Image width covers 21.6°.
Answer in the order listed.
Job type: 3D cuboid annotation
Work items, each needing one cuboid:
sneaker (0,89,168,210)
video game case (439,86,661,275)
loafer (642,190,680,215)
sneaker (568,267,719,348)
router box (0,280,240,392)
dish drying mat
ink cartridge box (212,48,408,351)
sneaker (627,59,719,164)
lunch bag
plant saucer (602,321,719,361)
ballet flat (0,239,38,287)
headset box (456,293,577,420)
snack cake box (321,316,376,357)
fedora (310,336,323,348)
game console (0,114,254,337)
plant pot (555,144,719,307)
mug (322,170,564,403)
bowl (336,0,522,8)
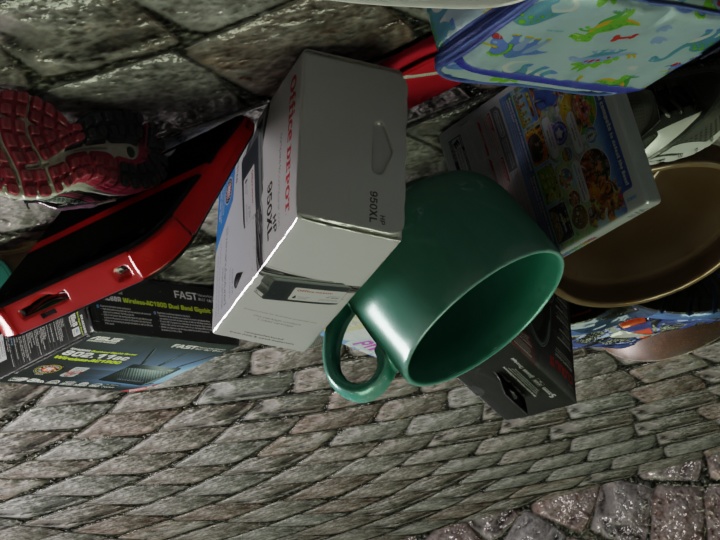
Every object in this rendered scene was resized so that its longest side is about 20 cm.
[{"bbox_3d":[-0.231,-0.075,1.350,0.075,0.081,0.200,-23,161,37],"label":"sneaker"},{"bbox_3d":[0.144,-0.081,1.482,0.018,0.144,0.200,-5,163,-37],"label":"video game case"},{"bbox_3d":[0.223,-0.049,1.773,0.200,0.071,0.068,-20,161,24],"label":"loafer"},{"bbox_3d":[0.259,0.033,1.763,0.199,0.076,0.079,-5,148,13],"label":"sneaker"},{"bbox_3d":[-0.237,0.063,1.826,0.150,0.062,0.200,-26,158,36],"label":"router box"},{"bbox_3d":[0.013,-0.132,1.443,0.200,0.018,0.077,-25,159,35],"label":"dish drying mat"},{"bbox_3d":[-0.041,-0.049,1.408,0.084,0.145,0.200,11,150,-19],"label":"ink cartridge box"},{"bbox_3d":[0.224,-0.121,1.516,0.199,0.067,0.091,-23,163,5],"label":"sneaker"},{"bbox_3d":[0.152,-0.179,1.284,0.199,0.083,0.161,3,160,-38],"label":"lunch bag"},{"bbox_3d":[0.305,0.001,1.843,0.200,0.201,0.035,-19,129,23],"label":"plant saucer"},{"bbox_3d":[-0.279,0.001,1.620,0.200,0.068,0.072,-25,178,27],"label":"ballet flat"},{"bbox_3d":[0.127,0.028,1.673,0.077,0.201,0.149,-16,148,24],"label":"headset box"},{"bbox_3d":[0.000,0.000,1.637,0.067,0.115,0.200,-23,148,35],"label":"snack cake box"},{"bbox_3d":[-0.029,0.020,1.782,0.176,0.091,0.200,-10,163,-8],"label":"fedora"},{"bbox_3d":[-0.180,-0.032,1.420,0.200,0.031,0.177,-21,-156,34],"label":"game console"},{"bbox_3d":[0.241,-0.063,1.658,0.200,0.093,0.201,-12,145,-8],"label":"plant pot"},{"bbox_3d":[0.051,0.003,1.443,0.185,0.115,0.152,-24,153,-30],"label":"mug"},{"bbox_3d":[0.061,-0.225,1.075,0.199,0.075,0.200,-1,159,-32],"label":"bowl"}]
